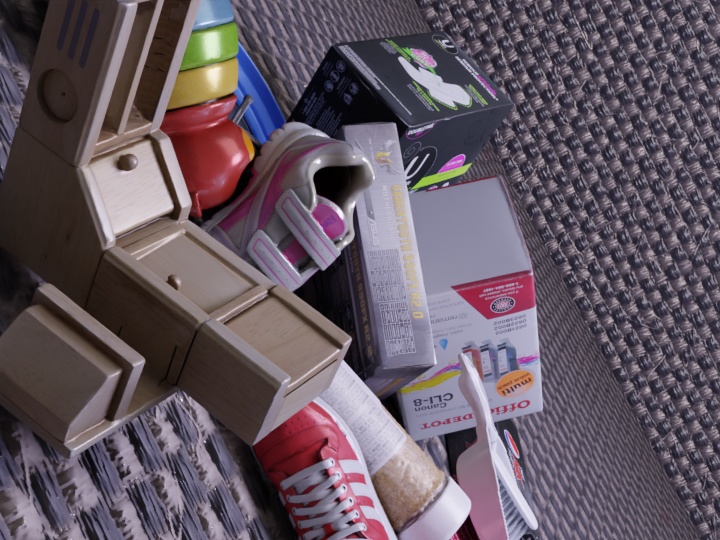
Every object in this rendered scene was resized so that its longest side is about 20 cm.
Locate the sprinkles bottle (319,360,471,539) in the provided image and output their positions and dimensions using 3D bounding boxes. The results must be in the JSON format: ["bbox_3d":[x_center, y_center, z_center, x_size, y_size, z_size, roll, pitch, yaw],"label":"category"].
[{"bbox_3d":[-0.006,0.123,0.970,0.200,0.068,0.068,48,15,-4],"label":"sprinkles bottle"}]

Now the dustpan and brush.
[{"bbox_3d":[0.116,0.172,1.162,0.201,0.057,0.140,62,13,-4],"label":"dustpan and brush"}]

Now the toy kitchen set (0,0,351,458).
[{"bbox_3d":[-0.106,-0.027,0.663,0.199,0.181,0.163,35,33,16],"label":"toy kitchen set"}]

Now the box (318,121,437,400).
[{"bbox_3d":[0.000,0.000,1.077,0.158,0.048,0.202,135,-52,-65],"label":"box"}]

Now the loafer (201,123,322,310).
[{"bbox_3d":[-0.083,-0.025,1.038,0.063,0.071,0.201,-77,149,-50],"label":"loafer"}]

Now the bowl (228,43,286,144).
[{"bbox_3d":[-0.123,-0.153,1.214,0.201,0.039,0.201,55,15,-23],"label":"bowl"}]

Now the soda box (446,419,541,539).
[{"bbox_3d":[0.138,0.220,1.382,0.071,0.063,0.201,54,16,-28],"label":"soda box"}]

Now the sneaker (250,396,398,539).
[{"bbox_3d":[-0.023,0.174,0.887,0.201,0.071,0.113,60,11,-14],"label":"sneaker"}]

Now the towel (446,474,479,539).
[{"bbox_3d":[0.101,0.247,1.142,0.146,0.022,0.200,66,14,12],"label":"towel"}]

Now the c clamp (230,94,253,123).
[{"bbox_3d":[-0.169,-0.152,1.034,0.200,0.027,0.172,51,36,-32],"label":"c clamp"}]

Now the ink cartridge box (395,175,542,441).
[{"bbox_3d":[0.090,0.039,1.267,0.145,0.144,0.201,-103,180,-45],"label":"ink cartridge box"}]

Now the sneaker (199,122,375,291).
[{"bbox_3d":[-0.058,-0.028,0.959,0.081,0.088,0.201,44,63,-36],"label":"sneaker"}]

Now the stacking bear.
[{"bbox_3d":[-0.131,-0.141,0.934,0.121,0.113,0.202,-140,-142,-74],"label":"stacking bear"}]

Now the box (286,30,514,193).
[{"bbox_3d":[0.035,-0.150,1.361,0.124,0.149,0.199,49,37,18],"label":"box"}]
